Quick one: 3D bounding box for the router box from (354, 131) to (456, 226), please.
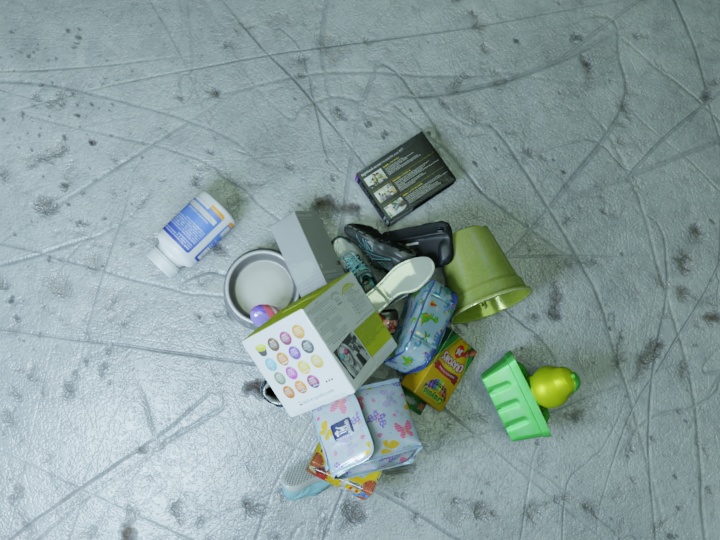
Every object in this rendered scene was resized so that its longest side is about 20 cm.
[{"bbox_3d":[0.110,-0.223,1.723,0.200,0.051,0.149,-33,84,-8],"label":"router box"}]

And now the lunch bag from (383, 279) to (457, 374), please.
[{"bbox_3d":[0.131,0.128,1.574,0.082,0.161,0.200,30,63,-10],"label":"lunch bag"}]

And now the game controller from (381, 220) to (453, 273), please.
[{"bbox_3d":[0.127,-0.052,1.656,0.200,0.042,0.105,-9,89,37],"label":"game controller"}]

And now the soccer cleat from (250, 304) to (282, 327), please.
[{"bbox_3d":[-0.166,0.147,1.602,0.067,0.076,0.200,-45,119,4],"label":"soccer cleat"}]

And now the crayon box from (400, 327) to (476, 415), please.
[{"bbox_3d":[0.175,0.239,1.634,0.127,0.051,0.200,40,80,-43],"label":"crayon box"}]

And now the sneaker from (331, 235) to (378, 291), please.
[{"bbox_3d":[0.000,0.000,1.668,0.078,0.086,0.200,-33,86,-9],"label":"sneaker"}]

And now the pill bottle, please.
[{"bbox_3d":[-0.395,-0.080,1.636,0.112,0.112,0.200,45,81,2],"label":"pill bottle"}]

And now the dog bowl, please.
[{"bbox_3d":[-0.227,0.042,1.660,0.200,0.059,0.200,0,82,-3],"label":"dog bowl"}]

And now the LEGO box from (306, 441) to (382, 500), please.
[{"bbox_3d":[-0.010,0.383,1.585,0.149,0.077,0.200,27,57,0],"label":"LEGO box"}]

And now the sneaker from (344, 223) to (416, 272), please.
[{"bbox_3d":[0.033,-0.047,1.654,0.200,0.075,0.079,32,115,30],"label":"sneaker"}]

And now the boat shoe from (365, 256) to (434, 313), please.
[{"bbox_3d":[0.077,0.033,1.598,0.200,0.062,0.073,-36,95,-3],"label":"boat shoe"}]

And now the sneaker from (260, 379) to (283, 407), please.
[{"bbox_3d":[-0.127,0.258,1.596,0.202,0.146,0.077,-11,82,-7],"label":"sneaker"}]

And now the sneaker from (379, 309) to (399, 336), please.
[{"bbox_3d":[-0.007,0.155,1.656,0.201,0.067,0.108,-6,92,1],"label":"sneaker"}]

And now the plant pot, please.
[{"bbox_3d":[0.270,0.002,1.649,0.200,0.200,0.184,-19,73,-7],"label":"plant pot"}]

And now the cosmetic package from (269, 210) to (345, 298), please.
[{"bbox_3d":[-0.117,-0.035,1.639,0.090,0.107,0.200,-26,84,27],"label":"cosmetic package"}]

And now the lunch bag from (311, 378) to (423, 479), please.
[{"bbox_3d":[0.009,0.337,1.497,0.200,0.127,0.170,-9,58,-17],"label":"lunch bag"}]

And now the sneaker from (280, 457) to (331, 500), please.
[{"bbox_3d":[-0.089,0.468,1.618,0.200,0.082,0.074,-11,43,-20],"label":"sneaker"}]

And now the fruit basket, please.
[{"bbox_3d":[0.401,0.275,1.625,0.215,0.156,0.216,0,89,9],"label":"fruit basket"}]

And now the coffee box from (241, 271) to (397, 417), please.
[{"bbox_3d":[-0.083,0.153,1.487,0.198,0.200,0.200,58,37,-5],"label":"coffee box"}]
